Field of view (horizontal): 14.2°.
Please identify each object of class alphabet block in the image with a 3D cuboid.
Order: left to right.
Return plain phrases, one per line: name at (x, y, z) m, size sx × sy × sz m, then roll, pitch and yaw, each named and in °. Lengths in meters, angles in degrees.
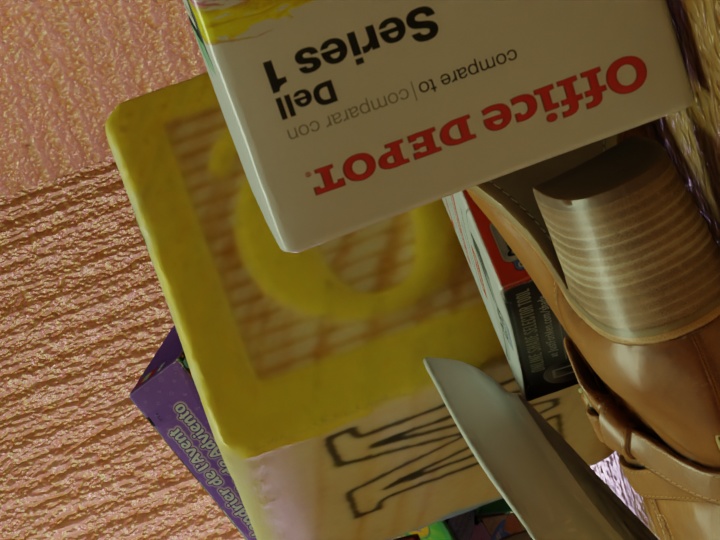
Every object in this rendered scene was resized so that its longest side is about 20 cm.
alphabet block at (0.006, 0.009, 1.415) m, size 0.200 × 0.196 × 0.196 m, roll 76°, pitch 171°, yaw -68°

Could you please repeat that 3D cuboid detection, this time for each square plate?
square plate at (0.117, 0.131, 1.229) m, size 0.200 × 0.028 × 0.198 m, roll 46°, pitch -176°, yaw -22°

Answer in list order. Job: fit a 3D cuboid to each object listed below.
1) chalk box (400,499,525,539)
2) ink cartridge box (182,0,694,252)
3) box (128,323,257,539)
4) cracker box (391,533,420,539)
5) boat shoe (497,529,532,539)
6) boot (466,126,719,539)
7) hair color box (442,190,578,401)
chalk box at (0.035, 0.125, 1.773) m, size 0.124 × 0.200 × 0.125 m, roll 62°, pitch -138°, yaw -39°
ink cartridge box at (0.006, -0.126, 0.913) m, size 0.084 × 0.145 × 0.200 m, roll -117°, pitch 7°, yaw -69°
box at (-0.051, 0.076, 1.611) m, size 0.137 × 0.039 × 0.200 m, roll 51°, pitch -161°, yaw -8°
cracker box at (0.036, 0.248, 1.601) m, size 0.134 × 0.058 × 0.200 m, roll 64°, pitch -171°, yaw -85°
boat shoe at (0.088, 0.205, 1.682) m, size 0.200 × 0.071 × 0.065 m, roll -42°, pitch 48°, yaw 46°
boot at (0.101, 0.018, 1.032) m, size 0.156 × 0.077 × 0.200 m, roll 67°, pitch 171°, yaw -17°
hair color box at (0.059, -0.058, 1.244) m, size 0.111 × 0.064 × 0.200 m, roll 73°, pitch 178°, yaw -62°
